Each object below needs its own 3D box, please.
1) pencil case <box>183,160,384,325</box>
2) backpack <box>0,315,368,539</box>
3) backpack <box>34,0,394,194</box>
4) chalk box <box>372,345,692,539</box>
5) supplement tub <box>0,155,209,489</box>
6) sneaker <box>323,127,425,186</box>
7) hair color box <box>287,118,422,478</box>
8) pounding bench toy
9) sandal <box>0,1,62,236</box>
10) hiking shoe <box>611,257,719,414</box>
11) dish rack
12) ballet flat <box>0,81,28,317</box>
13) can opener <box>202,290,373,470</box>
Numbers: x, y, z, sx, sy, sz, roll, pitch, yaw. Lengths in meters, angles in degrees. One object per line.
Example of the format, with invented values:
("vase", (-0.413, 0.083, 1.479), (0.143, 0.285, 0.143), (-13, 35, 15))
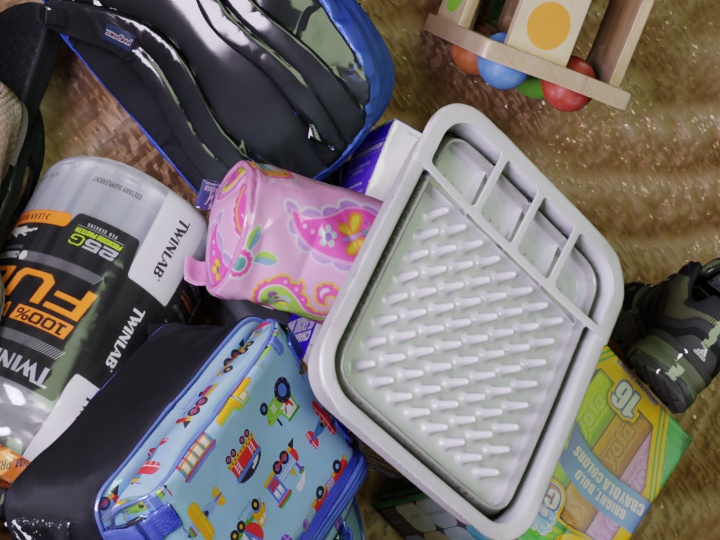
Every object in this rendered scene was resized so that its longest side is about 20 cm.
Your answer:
("pencil case", (0.000, 0.000, 0.979), (0.198, 0.087, 0.088), (17, 70, -21))
("backpack", (-0.072, 0.147, 0.895), (0.183, 0.134, 0.201), (-49, 120, -40))
("backpack", (-0.070, -0.150, 1.059), (0.201, 0.162, 0.168), (52, 22, -4))
("chalk box", (0.105, 0.152, 1.110), (0.124, 0.124, 0.200), (46, 61, -11))
("supplement tub", (-0.175, 0.044, 0.982), (0.122, 0.122, 0.201), (33, 63, -18))
("sneaker", (0.019, -0.056, 1.142), (0.082, 0.073, 0.200), (47, 60, -16))
("hair color box", (0.021, 0.019, 1.064), (0.109, 0.065, 0.202), (27, 70, -19))
("pounding bench toy", (0.126, -0.212, 1.226), (0.123, 0.200, 0.157), (17, 101, -22))
("sandal", (-0.221, -0.072, 1.020), (0.048, 0.075, 0.202), (47, 51, -48))
("hiking shoe", (0.233, 0.036, 1.173), (0.101, 0.200, 0.076), (-40, 100, 8))
("dish rack", (0.056, 0.030, 0.913), (0.171, 0.043, 0.201), (42, 57, -26))
("ballet flat", (-0.230, -0.025, 0.938), (0.046, 0.067, 0.202), (46, 43, -53))
("can opener", (-0.042, 0.051, 1.095), (0.200, 0.053, 0.067), (48, 64, -9))
